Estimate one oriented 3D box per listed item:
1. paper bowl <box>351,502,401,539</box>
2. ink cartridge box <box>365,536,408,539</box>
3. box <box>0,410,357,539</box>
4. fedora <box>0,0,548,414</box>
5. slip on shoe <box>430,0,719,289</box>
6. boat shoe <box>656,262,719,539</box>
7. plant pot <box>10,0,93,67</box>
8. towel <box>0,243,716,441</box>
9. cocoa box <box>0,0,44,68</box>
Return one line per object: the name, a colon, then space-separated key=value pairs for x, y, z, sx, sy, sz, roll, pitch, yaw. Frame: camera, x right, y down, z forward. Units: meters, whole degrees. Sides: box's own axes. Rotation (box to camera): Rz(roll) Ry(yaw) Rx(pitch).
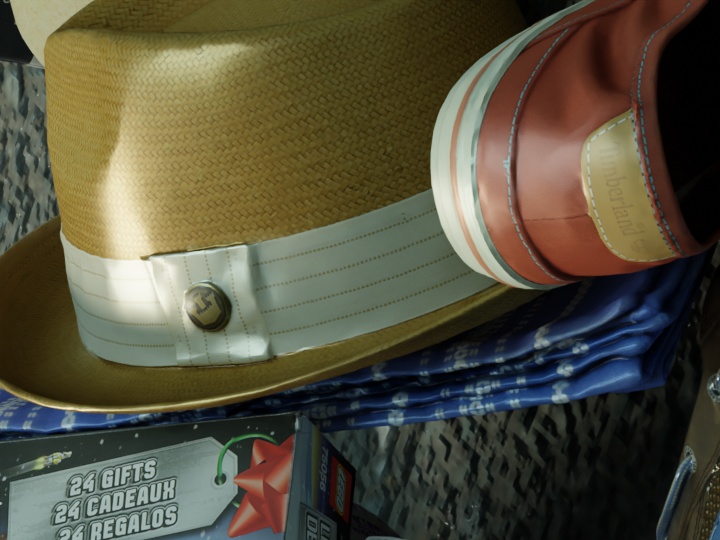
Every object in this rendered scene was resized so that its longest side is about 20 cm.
paper bowl: x=-0.071 y=0.147 z=0.840 sx=0.201 sy=0.200 sz=0.105 roll=-44 pitch=46 yaw=42
ink cartridge box: x=0.026 y=0.187 z=0.713 sx=0.146 sy=0.084 sz=0.200 roll=-88 pitch=5 yaw=-52
box: x=-0.103 y=0.111 z=0.725 sx=0.199 sy=0.040 sz=0.137 roll=-7 pitch=61 yaw=23
fedora: x=-0.017 y=-0.037 z=0.745 sx=0.200 sy=0.200 sz=0.082 roll=10 pitch=125 yaw=55
slip on shoe: x=0.097 y=-0.057 z=0.677 sx=0.061 sy=0.200 sz=0.074 roll=3 pitch=121 yaw=43
boat shoe: x=0.117 y=0.013 z=0.717 sx=0.200 sy=0.072 sz=0.072 roll=-65 pitch=32 yaw=18
plant pot: x=-0.031 y=-0.141 z=0.833 sx=0.200 sy=0.187 sz=0.188 roll=113 pitch=144 yaw=-45
towel: x=0.000 y=0.000 z=0.779 sx=0.199 sy=0.145 sz=0.024 roll=-9 pitch=115 yaw=23
cocoa box: x=-0.133 y=-0.191 z=1.051 sx=0.133 sy=0.131 sz=0.200 roll=52 pitch=125 yaw=45
